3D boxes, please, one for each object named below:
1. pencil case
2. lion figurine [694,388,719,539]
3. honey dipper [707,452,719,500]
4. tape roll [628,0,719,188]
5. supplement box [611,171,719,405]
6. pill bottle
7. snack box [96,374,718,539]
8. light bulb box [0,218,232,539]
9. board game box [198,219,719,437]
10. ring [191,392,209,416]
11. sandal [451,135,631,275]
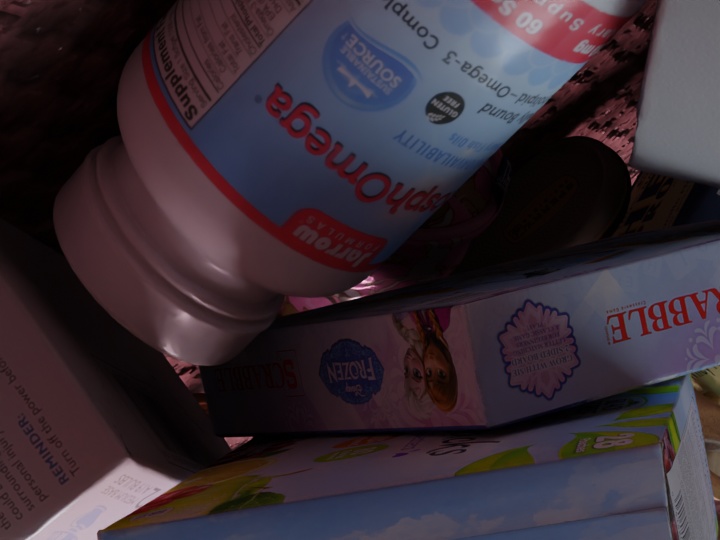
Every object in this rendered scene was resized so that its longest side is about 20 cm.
[{"bbox_3d":[0.000,0.000,0.941,0.086,0.083,0.200,-1,150,-17],"label":"pencil case"},{"bbox_3d":[0.111,0.057,0.920,0.073,0.122,0.200,-58,-158,-6],"label":"lion figurine"},{"bbox_3d":[0.186,0.084,0.933,0.038,0.038,0.200,-31,-170,-18],"label":"honey dipper"},{"bbox_3d":[0.139,-0.124,0.719,0.202,0.070,0.204,11,90,-84],"label":"tape roll"},{"bbox_3d":[0.217,0.023,1.033,0.135,0.199,0.200,-59,-177,-16],"label":"supplement box"},{"bbox_3d":[-0.007,-0.063,0.717,0.200,0.109,0.109,-45,161,23],"label":"pill bottle"},{"bbox_3d":[0.027,0.083,0.714,0.168,0.068,0.200,-10,-177,12],"label":"snack box"},{"bbox_3d":[-0.161,0.092,0.789,0.200,0.125,0.198,-39,163,3],"label":"light bulb box"},{"bbox_3d":[0.071,0.016,0.783,0.198,0.041,0.200,-13,-178,-28],"label":"board game box"},{"bbox_3d":[-0.095,0.099,0.979,0.199,0.019,0.201,-10,156,-5],"label":"ring"},{"bbox_3d":[0.048,0.005,1.059,0.200,0.082,0.055,-43,140,-4],"label":"sandal"}]
